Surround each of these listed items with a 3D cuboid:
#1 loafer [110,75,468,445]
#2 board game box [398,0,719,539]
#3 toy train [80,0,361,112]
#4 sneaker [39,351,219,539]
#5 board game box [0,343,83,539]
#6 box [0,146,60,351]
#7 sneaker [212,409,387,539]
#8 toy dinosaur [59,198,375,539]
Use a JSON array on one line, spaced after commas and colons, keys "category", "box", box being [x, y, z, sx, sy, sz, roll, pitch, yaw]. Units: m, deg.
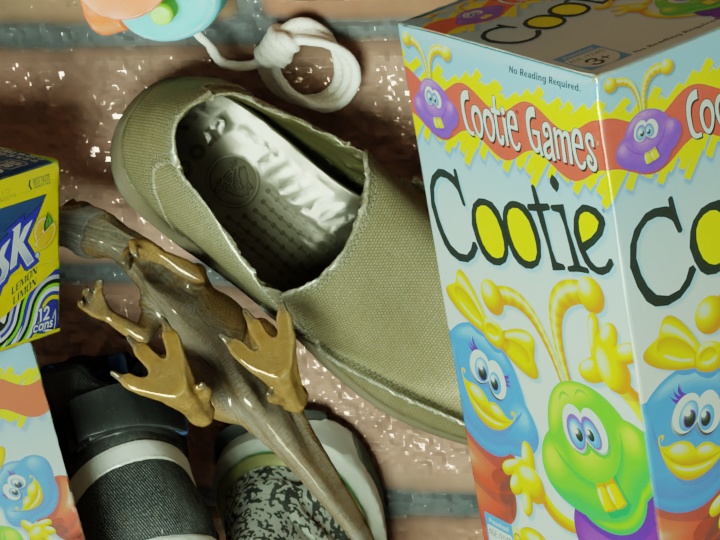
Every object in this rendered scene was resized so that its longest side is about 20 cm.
[{"category": "loafer", "box": [0.000, 0.000, 1.038, 0.200, 0.067, 0.076, 29, 86, -2]}, {"category": "board game box", "box": [0.097, 0.006, 0.973, 0.103, 0.105, 0.200, 21, 128, 53]}, {"category": "toy train", "box": [-0.032, -0.139, 0.986, 0.150, 0.056, 0.200, 23, 123, 2]}, {"category": "sneaker", "box": [-0.100, 0.093, 1.143, 0.073, 0.112, 0.200, -6, 160, -22]}, {"category": "board game box", "box": [-0.181, 0.119, 1.085, 0.105, 0.103, 0.200, -7, 157, -26]}, {"category": "box", "box": [-0.201, -0.019, 1.050, 0.200, 0.070, 0.064, 14, 111, 33]}, {"category": "sneaker", "box": [-0.013, 0.156, 1.136, 0.077, 0.089, 0.200, -14, 116, 22]}, {"category": "toy dinosaur", "box": [-0.037, 0.041, 1.038, 0.060, 0.106, 0.200, -39, 85, 2]}]
